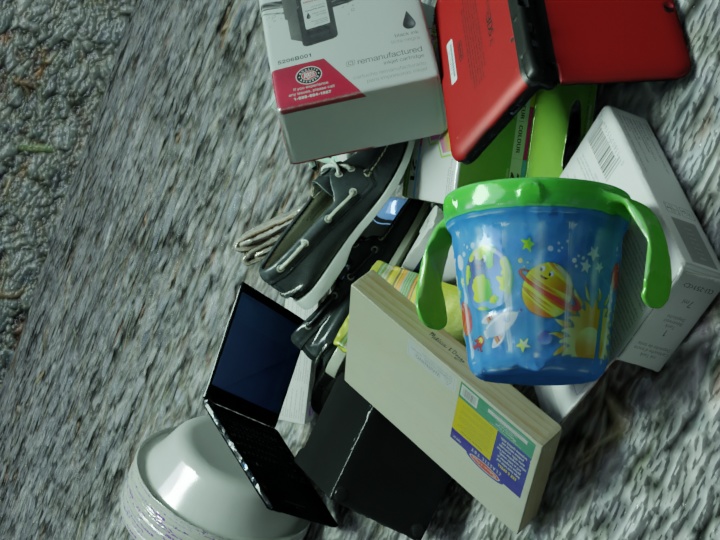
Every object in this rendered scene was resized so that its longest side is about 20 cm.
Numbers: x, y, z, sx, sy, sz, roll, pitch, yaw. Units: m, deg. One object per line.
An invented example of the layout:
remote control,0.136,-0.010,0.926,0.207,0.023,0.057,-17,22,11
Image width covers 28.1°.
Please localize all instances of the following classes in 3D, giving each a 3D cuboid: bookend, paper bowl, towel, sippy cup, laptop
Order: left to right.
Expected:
paper bowl,-0.145,0.231,1.514,0.105,0.199,0.201,-66,24,23
laptop,-0.071,0.138,1.429,0.103,0.177,0.201,-39,65,7
towel,-0.069,-0.050,1.512,0.035,0.132,0.200,64,178,-4
bookend,0.035,0.119,1.311,0.200,0.092,0.200,-64,11,-4
towel,0.059,0.049,1.178,0.199,0.018,0.087,17,81,49
sippy cup,0.125,0.013,1.015,0.178,0.138,0.132,145,127,-72

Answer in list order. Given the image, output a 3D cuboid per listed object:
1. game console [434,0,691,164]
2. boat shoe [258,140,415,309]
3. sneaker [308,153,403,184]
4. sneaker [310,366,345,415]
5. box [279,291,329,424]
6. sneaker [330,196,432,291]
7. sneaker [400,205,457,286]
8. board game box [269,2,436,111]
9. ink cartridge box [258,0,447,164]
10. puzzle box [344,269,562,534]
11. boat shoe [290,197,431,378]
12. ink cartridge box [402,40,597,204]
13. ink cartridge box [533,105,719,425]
game console,0.156,-0.191,1.178,0.172,0.118,0.201,-49,33,41
boat shoe,-0.020,-0.063,1.308,0.201,0.060,0.075,-60,22,-11
sneaker,-0.025,-0.126,1.441,0.200,0.117,0.074,7,-81,-76
sneaker,-0.002,0.054,1.471,0.201,0.075,0.091,-60,20,27
box,-0.062,0.065,1.572,0.039,0.041,0.202,-23,-60,-71
sneaker,0.018,-0.019,1.479,0.200,0.070,0.079,148,131,-68
sneaker,0.075,0.010,1.316,0.077,0.080,0.200,-63,-1,-14
board game box,0.002,-0.210,1.478,0.200,0.146,0.065,133,154,-64
ink cartridge box,-0.013,-0.209,1.286,0.084,0.144,0.201,75,-177,-57
puzzle box,0.066,0.103,1.119,0.200,0.025,0.134,40,149,24
boat shoe,0.000,0.001,1.346,0.200,0.066,0.075,-60,-7,-13
ink cartridge box,0.120,-0.125,1.256,0.200,0.075,0.149,-162,79,-66
ink cartridge box,0.183,0.002,1.096,0.177,0.044,0.201,-59,26,32
